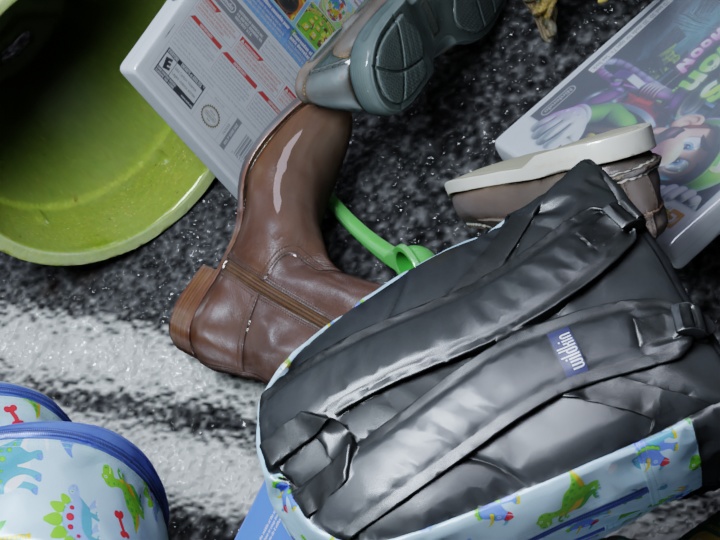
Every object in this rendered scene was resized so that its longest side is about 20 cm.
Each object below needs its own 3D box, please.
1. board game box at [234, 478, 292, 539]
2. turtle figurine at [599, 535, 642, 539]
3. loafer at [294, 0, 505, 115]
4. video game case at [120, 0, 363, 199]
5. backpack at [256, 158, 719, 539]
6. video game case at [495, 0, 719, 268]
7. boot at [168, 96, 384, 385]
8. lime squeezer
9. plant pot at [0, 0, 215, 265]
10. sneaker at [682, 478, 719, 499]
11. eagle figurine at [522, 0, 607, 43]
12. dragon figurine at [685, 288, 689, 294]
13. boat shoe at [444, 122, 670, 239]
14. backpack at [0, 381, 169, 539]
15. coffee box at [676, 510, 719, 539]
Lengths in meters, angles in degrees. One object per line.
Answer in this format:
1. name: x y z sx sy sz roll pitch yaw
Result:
1. board game box: -0.024 0.193 1.290 0.135 0.045 0.200 55 131 38
2. turtle figurine: 0.073 0.168 1.306 0.150 0.101 0.200 -38 74 -1
3. loafer: 0.025 -0.153 1.534 0.063 0.072 0.200 -4 27 31
4. video game case: -0.045 -0.151 1.549 0.018 0.143 0.200 10 60 48
5. backpack: 0.052 0.069 1.164 0.199 0.154 0.163 -23 59 -15
6. video game case: 0.197 -0.102 1.463 0.200 0.023 0.182 -41 36 -9
7. boot: 0.000 0.000 1.451 0.200 0.064 0.187 23 84 47
8. lime squeezer: 0.052 -0.008 1.479 0.199 0.038 0.071 10 62 28
9. plant pot: -0.201 -0.132 1.588 0.200 0.200 0.190 -40 40 -8
10. sneaker: 0.127 0.071 1.237 0.199 0.070 0.082 -12 73 10
11. eagle figurine: 0.156 -0.215 1.492 0.200 0.151 0.151 -33 67 33
12. dragon figurine: 0.100 0.066 1.391 0.059 0.099 0.200 30 84 44
13. boat shoe: 0.105 -0.036 1.400 0.072 0.200 0.060 -18 92 -23
14. backpack: -0.201 0.148 1.383 0.199 0.183 0.147 -10 56 9
15. coffee box: 0.180 0.183 1.232 0.200 0.123 0.044 -31 14 -13
